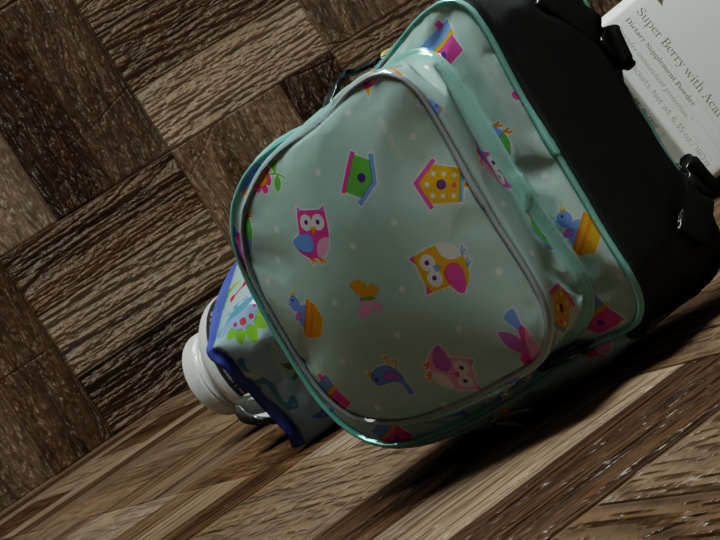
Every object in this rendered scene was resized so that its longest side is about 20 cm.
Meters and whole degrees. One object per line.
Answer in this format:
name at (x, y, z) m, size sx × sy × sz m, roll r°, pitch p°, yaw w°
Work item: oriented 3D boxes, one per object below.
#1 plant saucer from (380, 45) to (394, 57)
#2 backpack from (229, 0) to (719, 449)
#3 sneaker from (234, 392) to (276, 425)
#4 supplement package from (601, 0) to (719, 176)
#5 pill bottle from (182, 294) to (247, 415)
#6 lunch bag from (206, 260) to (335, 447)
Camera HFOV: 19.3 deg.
plant saucer at (0.103, -0.082, 1.451) m, size 0.049 × 0.200 × 0.200 m, roll -53°, pitch -5°, yaw 21°
backpack at (0.035, -0.012, 0.946) m, size 0.153 × 0.176 × 0.200 m, roll -30°, pitch -5°, yaw -42°
sneaker at (-0.016, 0.049, 1.584) m, size 0.200 × 0.080 × 0.074 m, roll -35°, pitch 4°, yaw -18°
supplement package at (0.235, -0.150, 1.375) m, size 0.200 × 0.121 × 0.120 m, roll -39°, pitch 2°, yaw -17°
pill bottle at (-0.057, 0.047, 1.758) m, size 0.200 × 0.113 × 0.112 m, roll -31°, pitch 3°, yaw 37°
lunch bag at (0.000, 0.000, 1.444) m, size 0.170 × 0.128 × 0.200 m, roll -32°, pitch 25°, yaw 21°
